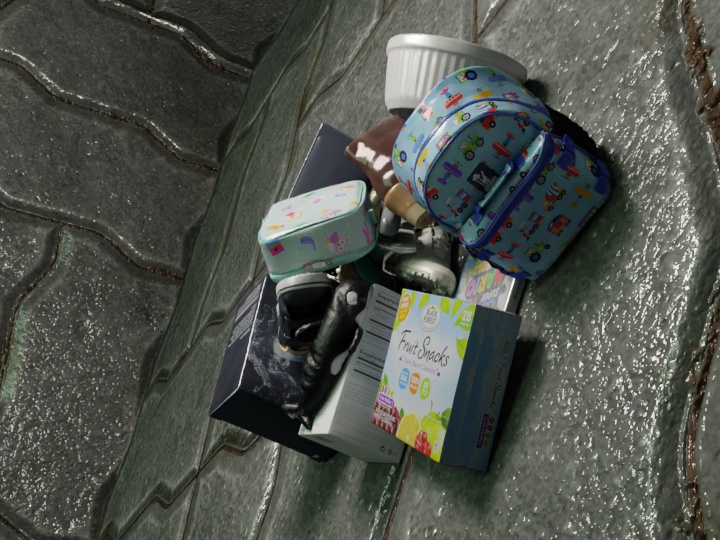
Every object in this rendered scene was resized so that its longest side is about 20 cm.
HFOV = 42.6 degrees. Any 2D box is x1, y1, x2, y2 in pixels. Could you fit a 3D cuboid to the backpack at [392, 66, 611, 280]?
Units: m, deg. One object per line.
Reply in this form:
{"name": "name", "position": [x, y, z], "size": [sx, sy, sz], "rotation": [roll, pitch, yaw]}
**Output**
{"name": "backpack", "position": [0.142, -0.108, 0.987], "size": [0.183, 0.198, 0.136], "rotation": [-48, 32, 21]}

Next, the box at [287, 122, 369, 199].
{"name": "box", "position": [-0.055, -0.138, 1.635], "size": [0.200, 0.116, 0.200], "rotation": [-71, 6, -86]}

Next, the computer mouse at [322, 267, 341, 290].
{"name": "computer mouse", "position": [-0.032, 0.035, 1.352], "size": [0.046, 0.140, 0.202], "rotation": [-41, 56, 18]}

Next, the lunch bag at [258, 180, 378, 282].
{"name": "lunch bag", "position": [-0.051, -0.056, 1.257], "size": [0.157, 0.079, 0.201], "rotation": [-14, 19, 7]}

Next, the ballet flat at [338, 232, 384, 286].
{"name": "ballet flat", "position": [0.000, 0.000, 1.324], "size": [0.063, 0.069, 0.200], "rotation": [-44, 8, 19]}

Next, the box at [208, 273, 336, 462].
{"name": "box", "position": [-0.099, 0.147, 1.382], "size": [0.117, 0.194, 0.203], "rotation": [-41, 30, 48]}

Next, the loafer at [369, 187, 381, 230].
{"name": "loafer", "position": [0.028, -0.077, 1.509], "size": [0.076, 0.067, 0.200], "rotation": [-59, -1, -18]}

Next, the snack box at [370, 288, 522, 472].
{"name": "snack box", "position": [0.092, 0.116, 1.047], "size": [0.199, 0.066, 0.172], "rotation": [12, 88, 68]}

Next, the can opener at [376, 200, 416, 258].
{"name": "can opener", "position": [0.052, -0.069, 1.270], "size": [0.200, 0.051, 0.068], "rotation": [-83, 1, -72]}

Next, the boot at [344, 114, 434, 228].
{"name": "boot", "position": [0.096, -0.159, 1.197], "size": [0.198, 0.073, 0.167], "rotation": [-34, 57, -11]}

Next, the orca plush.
{"name": "orca plush", "position": [-0.058, 0.094, 1.177], "size": [0.202, 0.070, 0.106], "rotation": [-60, 20, 17]}

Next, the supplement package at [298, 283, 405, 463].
{"name": "supplement package", "position": [0.013, 0.137, 1.215], "size": [0.113, 0.108, 0.204], "rotation": [-23, 46, 64]}

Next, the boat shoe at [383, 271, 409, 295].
{"name": "boat shoe", "position": [0.017, 0.030, 1.409], "size": [0.074, 0.062, 0.200], "rotation": [-66, 18, 1]}

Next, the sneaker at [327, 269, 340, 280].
{"name": "sneaker", "position": [-0.037, 0.038, 1.531], "size": [0.073, 0.071, 0.202], "rotation": [-70, 6, -65]}

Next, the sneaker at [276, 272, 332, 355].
{"name": "sneaker", "position": [-0.074, 0.062, 1.237], "size": [0.200, 0.077, 0.081], "rotation": [111, 150, -73]}

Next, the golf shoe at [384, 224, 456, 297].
{"name": "golf shoe", "position": [0.091, -0.022, 1.254], "size": [0.098, 0.078, 0.200], "rotation": [-58, 18, 0]}

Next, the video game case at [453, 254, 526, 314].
{"name": "video game case", "position": [0.156, 0.015, 1.112], "size": [0.143, 0.018, 0.204], "rotation": [-11, 57, 67]}

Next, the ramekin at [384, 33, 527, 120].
{"name": "ramekin", "position": [0.122, -0.246, 1.265], "size": [0.202, 0.198, 0.096], "rotation": [-161, 85, -71]}
